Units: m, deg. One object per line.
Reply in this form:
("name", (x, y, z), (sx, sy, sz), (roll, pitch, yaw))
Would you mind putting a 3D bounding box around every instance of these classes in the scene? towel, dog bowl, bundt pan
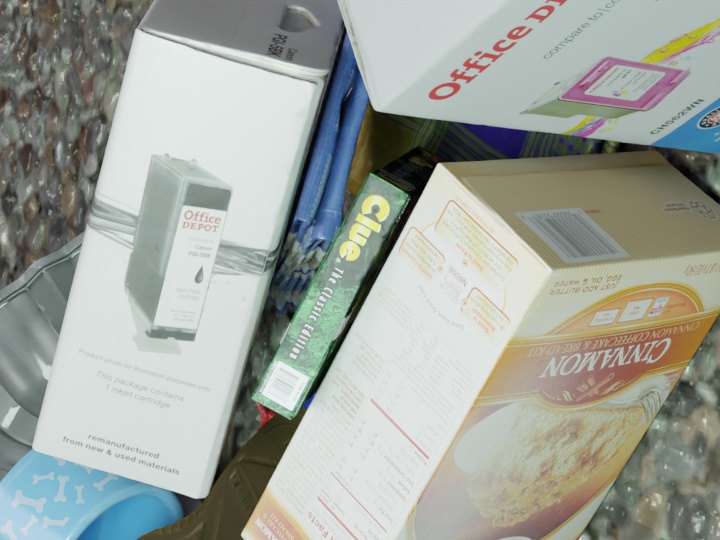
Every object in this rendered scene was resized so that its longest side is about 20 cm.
("towel", (0.050, -0.074, 1.079), (0.200, 0.023, 0.144), (43, 119, 45))
("dog bowl", (-0.148, 0.176, 1.129), (0.049, 0.111, 0.201), (32, 120, 34))
("towel", (-0.010, -0.063, 1.020), (0.200, 0.024, 0.148), (119, 165, -78))
("bundt pan", (-0.134, 0.045, 1.174), (0.076, 0.201, 0.202), (54, 130, 12))

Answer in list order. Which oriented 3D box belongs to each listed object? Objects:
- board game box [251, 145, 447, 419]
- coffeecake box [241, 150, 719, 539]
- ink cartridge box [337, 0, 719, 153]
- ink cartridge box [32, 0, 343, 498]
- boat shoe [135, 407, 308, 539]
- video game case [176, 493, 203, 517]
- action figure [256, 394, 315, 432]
("board game box", (0.000, 0.000, 0.968), (0.023, 0.200, 0.105), (30, 100, 3))
("coffeecake box", (0.060, 0.052, 0.939), (0.073, 0.153, 0.201), (45, 122, 30))
("ink cartridge box", (0.109, -0.121, 0.863), (0.144, 0.199, 0.085), (-39, 57, 43))
("ink cartridge box", (-0.074, -0.025, 0.980), (0.147, 0.082, 0.201), (-80, 6, -69))
("boat shoe", (-0.062, 0.146, 1.059), (0.201, 0.063, 0.073), (-48, 44, 21))
("video game case", (-0.086, 0.217, 1.154), (0.200, 0.023, 0.183), (33, 120, 49))
("action figure", (-0.018, 0.089, 1.120), (0.065, 0.051, 0.201), (26, 109, 45))
